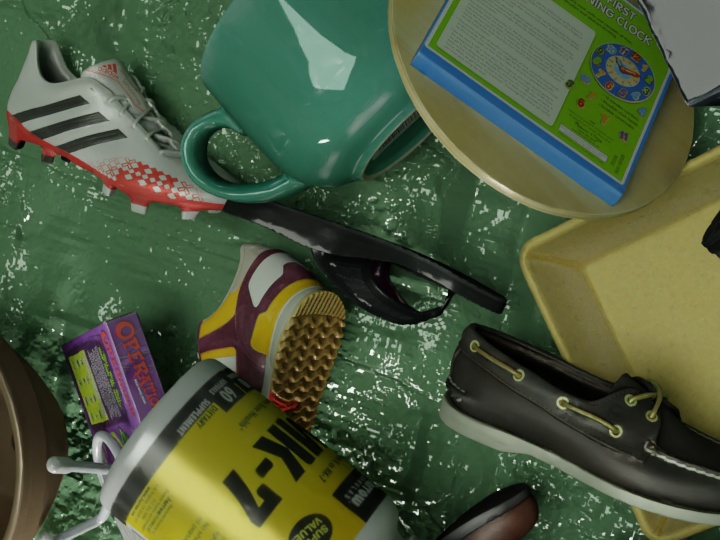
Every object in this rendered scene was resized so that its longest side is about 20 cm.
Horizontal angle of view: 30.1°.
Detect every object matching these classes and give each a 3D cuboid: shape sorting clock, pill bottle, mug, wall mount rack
[{"bbox_3d":[0.105,-0.119,0.762,0.201,0.199,0.039,57,149,7],"label":"shape sorting clock"},{"bbox_3d":[-0.049,0.156,0.812,0.199,0.114,0.115,37,108,5],"label":"pill bottle"},{"bbox_3d":[-0.012,-0.116,0.825,0.115,0.152,0.185,47,137,9],"label":"mug"},{"bbox_3d":[-0.155,0.194,0.869,0.201,0.074,0.174,60,151,18],"label":"wall mount rack"}]

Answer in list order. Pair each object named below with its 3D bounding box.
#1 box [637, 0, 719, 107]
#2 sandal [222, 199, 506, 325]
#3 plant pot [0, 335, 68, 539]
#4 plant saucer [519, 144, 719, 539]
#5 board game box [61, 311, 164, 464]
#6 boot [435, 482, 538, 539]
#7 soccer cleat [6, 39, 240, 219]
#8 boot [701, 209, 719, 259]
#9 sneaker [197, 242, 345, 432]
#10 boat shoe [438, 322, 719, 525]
[{"bbox_3d":[0.226,-0.164,0.689,0.148,0.200,0.108,-27,86,22],"label":"box"},{"bbox_3d":[0.000,0.000,0.864,0.199,0.075,0.048,20,91,19],"label":"sandal"},{"bbox_3d":[-0.279,0.130,0.976,0.199,0.092,0.203,1,91,36],"label":"plant pot"},{"bbox_3d":[0.223,0.034,0.794,0.199,0.048,0.202,-27,85,23],"label":"plant saucer"},{"bbox_3d":[-0.152,0.135,0.935,0.120,0.032,0.202,-21,88,65],"label":"board game box"},{"bbox_3d":[0.106,0.259,0.857,0.200,0.068,0.189,44,109,11],"label":"boot"},{"bbox_3d":[-0.163,-0.098,0.929,0.199,0.068,0.086,24,108,23],"label":"soccer cleat"},{"bbox_3d":[0.287,-0.028,0.700,0.199,0.070,0.132,-34,87,-13],"label":"boot"},{"bbox_3d":[-0.078,0.080,0.918,0.090,0.075,0.201,40,115,37],"label":"sneaker"},{"bbox_3d":[0.141,0.087,0.770,0.200,0.072,0.061,18,106,22],"label":"boat shoe"}]
